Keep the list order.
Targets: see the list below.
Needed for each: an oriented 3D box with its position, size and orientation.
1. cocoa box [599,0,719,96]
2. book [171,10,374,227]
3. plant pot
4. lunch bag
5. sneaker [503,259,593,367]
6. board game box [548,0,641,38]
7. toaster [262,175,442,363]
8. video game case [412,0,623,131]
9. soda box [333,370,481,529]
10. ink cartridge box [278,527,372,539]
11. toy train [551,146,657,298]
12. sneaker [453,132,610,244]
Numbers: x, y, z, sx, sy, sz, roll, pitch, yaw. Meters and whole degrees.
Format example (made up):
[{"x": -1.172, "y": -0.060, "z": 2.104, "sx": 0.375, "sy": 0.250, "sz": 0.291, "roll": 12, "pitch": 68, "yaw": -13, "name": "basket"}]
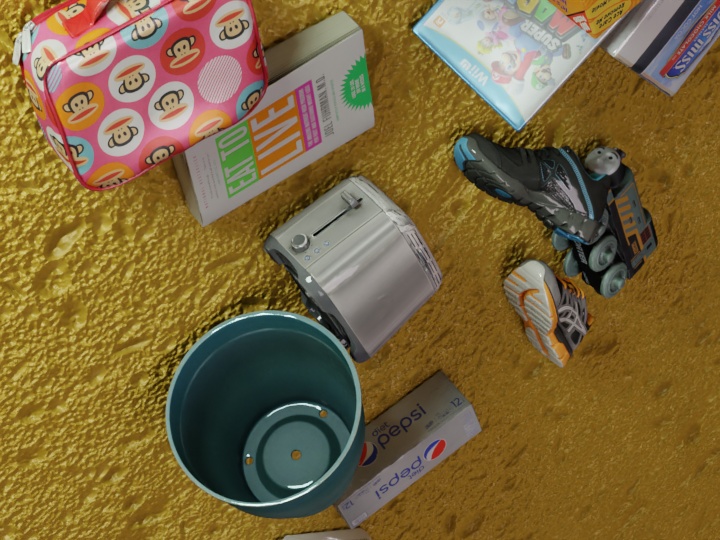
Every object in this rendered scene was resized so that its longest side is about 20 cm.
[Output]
[{"x": 0.300, "y": -0.302, "z": 1.588, "sx": 0.131, "sy": 0.133, "sz": 0.201, "roll": 21, "pitch": 111, "yaw": -50, "name": "cocoa box"}, {"x": -0.082, "y": -0.139, "z": 1.486, "sx": 0.199, "sy": 0.048, "sz": 0.134, "roll": -32, "pitch": 145, "yaw": -16, "name": "book"}, {"x": -0.080, "y": 0.168, "z": 1.664, "sx": 0.199, "sy": 0.200, "sz": 0.188, "roll": -38, "pitch": 156, "yaw": -6, "name": "plant pot"}, {"x": -0.180, "y": -0.177, "z": 1.327, "sx": 0.199, "sy": 0.082, "sz": 0.177, "roll": -29, "pitch": 140, "yaw": -16, "name": "lunch bag"}, {"x": 0.227, "y": 0.036, "z": 1.897, "sx": 0.077, "sy": 0.078, "sz": 0.200, "roll": -43, "pitch": 150, "yaw": -10, "name": "sneaker"}, {"x": 0.192, "y": -0.370, "z": 1.375, "sx": 0.200, "sy": 0.200, "sz": 0.200, "roll": -40, "pitch": 143, "yaw": -4, "name": "board game box"}, {"x": 0.000, "y": 0.000, "z": 1.627, "sx": 0.129, "sy": 0.114, "sz": 0.200, "roll": -40, "pitch": 140, "yaw": -6, "name": "toaster"}, {"x": 0.166, "y": -0.254, "z": 1.519, "sx": 0.200, "sy": 0.143, "sz": 0.018, "roll": -47, "pitch": 174, "yaw": 7, "name": "video game case"}, {"x": 0.043, "y": 0.211, "z": 1.898, "sx": 0.199, "sy": 0.068, "sz": 0.064, "roll": -37, "pitch": 141, "yaw": -9, "name": "soda box"}, {"x": -0.066, "y": 0.426, "z": 1.992, "sx": 0.145, "sy": 0.084, "sz": 0.201, "roll": 0, "pitch": 126, "yaw": -41, "name": "ink cartridge box"}, {"x": 0.279, "y": -0.056, "z": 1.851, "sx": 0.114, "sy": 0.085, "sz": 0.201, "roll": -47, "pitch": 141, "yaw": -15, "name": "toy train"}, {"x": 0.183, "y": -0.105, "z": 1.711, "sx": 0.199, "sy": 0.073, "sz": 0.083, "roll": 29, "pitch": 85, "yaw": -31, "name": "sneaker"}]
